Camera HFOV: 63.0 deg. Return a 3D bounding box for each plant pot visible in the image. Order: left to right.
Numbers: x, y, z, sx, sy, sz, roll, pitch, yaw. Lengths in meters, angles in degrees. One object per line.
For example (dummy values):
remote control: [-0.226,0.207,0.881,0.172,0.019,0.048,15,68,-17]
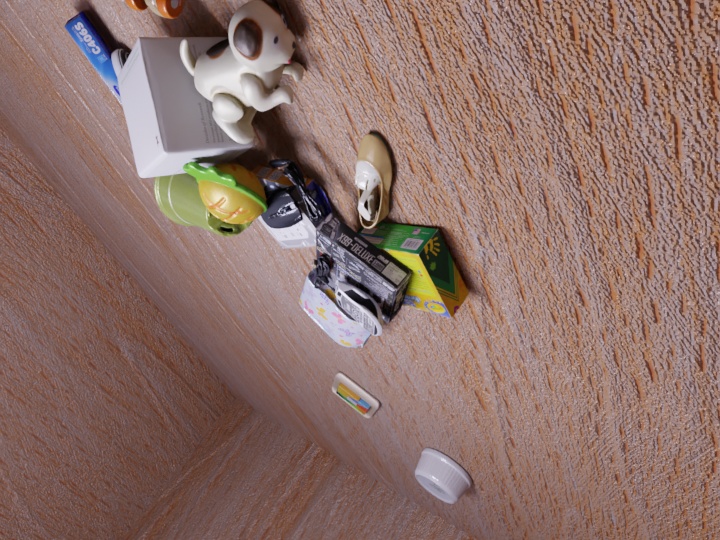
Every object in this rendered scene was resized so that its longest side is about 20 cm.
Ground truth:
plant pot: [-0.321,-0.164,1.285,0.189,0.200,0.202,30,155,44]

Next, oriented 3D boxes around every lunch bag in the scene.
lunch bag: [-0.040,0.083,1.426,0.200,0.127,0.170,45,153,11]

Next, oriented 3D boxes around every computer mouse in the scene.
computer mouse: [-0.165,-0.144,1.160,0.198,0.046,0.142,1,124,51]
computer mouse: [-0.019,0.050,1.160,0.199,0.044,0.110,41,153,21]

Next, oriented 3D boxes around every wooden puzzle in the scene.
wooden puzzle: [-0.025,0.449,2.079,0.184,0.037,0.201,37,154,9]

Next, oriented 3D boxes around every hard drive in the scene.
hard drive: [-0.153,-0.111,1.281,0.198,0.038,0.140,0,133,52]

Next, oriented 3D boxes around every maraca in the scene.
maraca: [-0.250,-0.153,1.108,0.135,0.109,0.200,12,167,19]

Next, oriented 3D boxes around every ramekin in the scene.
ramekin: [0.276,0.710,2.016,0.200,0.095,0.204,31,152,18]

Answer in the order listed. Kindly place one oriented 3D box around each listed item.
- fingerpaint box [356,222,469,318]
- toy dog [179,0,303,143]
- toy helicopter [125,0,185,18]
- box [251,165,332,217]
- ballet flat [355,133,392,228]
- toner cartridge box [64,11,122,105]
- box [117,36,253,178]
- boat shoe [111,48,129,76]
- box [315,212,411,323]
fingerpaint box: [0.094,-0.006,1.157,0.198,0.074,0.168,12,142,49]
toy dog: [-0.177,-0.341,0.940,0.193,0.141,0.199,41,143,-14]
toy helicopter: [-0.292,-0.493,0.891,0.077,0.133,0.203,17,125,16]
box: [-0.147,-0.157,1.286,0.198,0.042,0.120,22,149,38]
ballet flat: [0.020,-0.148,1.045,0.068,0.063,0.202,27,151,24]
toner cartridge box: [-0.576,-0.471,1.321,0.202,0.043,0.095,60,179,-34]
box: [-0.326,-0.294,1.081,0.198,0.169,0.204,-7,97,57]
boat shoe: [-0.475,-0.407,1.305,0.070,0.072,0.202,-27,95,17]
box: [0.000,0.000,1.157,0.199,0.050,0.159,36,156,15]
